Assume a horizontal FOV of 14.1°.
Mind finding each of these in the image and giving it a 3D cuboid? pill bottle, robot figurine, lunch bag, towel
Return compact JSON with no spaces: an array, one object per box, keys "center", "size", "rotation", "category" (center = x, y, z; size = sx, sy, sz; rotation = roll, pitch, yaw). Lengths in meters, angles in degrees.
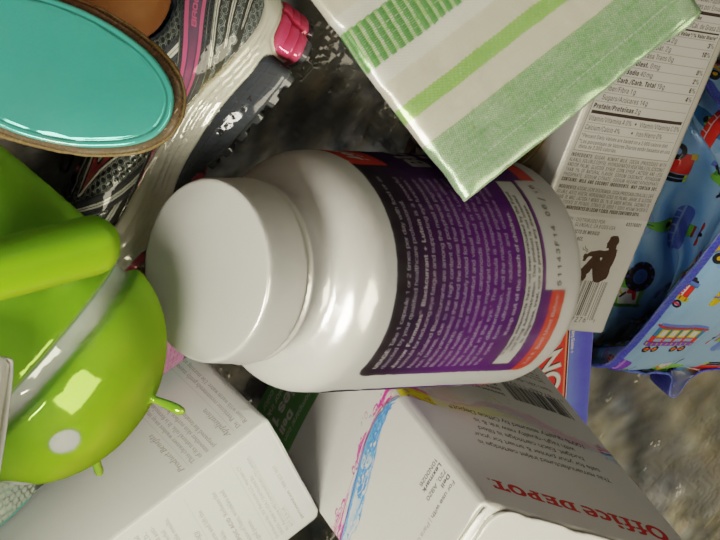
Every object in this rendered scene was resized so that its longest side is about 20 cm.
[{"center":[0.000,0.000,1.347],"size":[0.200,0.111,0.112],"rotation":[0,118,-47],"category":"pill bottle"},{"center":[-0.169,0.011,1.266],"size":[0.200,0.175,0.116],"rotation":[42,51,-9],"category":"robot figurine"},{"center":[0.216,-0.009,1.619],"size":[0.150,0.094,0.200],"rotation":[-1,127,-40],"category":"lunch bag"},{"center":[0.044,-0.156,1.340],"size":[0.152,0.023,0.200],"rotation":[-38,90,-11],"category":"towel"}]

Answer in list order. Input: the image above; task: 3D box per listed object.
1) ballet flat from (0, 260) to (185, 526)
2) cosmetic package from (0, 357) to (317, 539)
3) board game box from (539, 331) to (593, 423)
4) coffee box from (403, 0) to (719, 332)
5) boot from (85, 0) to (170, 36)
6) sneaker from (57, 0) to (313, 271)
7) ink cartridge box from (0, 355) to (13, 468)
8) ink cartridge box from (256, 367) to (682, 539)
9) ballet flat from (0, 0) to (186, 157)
[{"center":[-0.151,0.054,1.381],"size":[0.200,0.069,0.071],"rotation":[-39,156,-14],"category":"ballet flat"},{"center":[-0.136,0.129,1.418],"size":[0.200,0.113,0.081],"rotation":[-37,133,-10],"category":"cosmetic package"},{"center":[0.065,0.073,1.590],"size":[0.134,0.029,0.200],"rotation":[-18,127,-26],"category":"board game box"},{"center":[0.099,-0.084,1.453],"size":[0.080,0.113,0.200],"rotation":[5,114,-40],"category":"coffee box"},{"center":[-0.095,-0.149,1.187],"size":[0.077,0.155,0.200],"rotation":[-29,132,-19],"category":"boot"},{"center":[-0.110,-0.059,1.349],"size":[0.075,0.081,0.200],"rotation":[38,96,-14],"category":"sneaker"},{"center":[-0.243,0.102,1.216],"size":[0.146,0.086,0.200],"rotation":[17,139,-14],"category":"ink cartridge box"},{"center":[0.056,0.109,1.448],"size":[0.145,0.200,0.084],"rotation":[18,110,-34],"category":"ink cartridge box"},{"center":[-0.169,-0.091,1.228],"size":[0.199,0.072,0.068],"rotation":[9,91,1],"category":"ballet flat"}]
